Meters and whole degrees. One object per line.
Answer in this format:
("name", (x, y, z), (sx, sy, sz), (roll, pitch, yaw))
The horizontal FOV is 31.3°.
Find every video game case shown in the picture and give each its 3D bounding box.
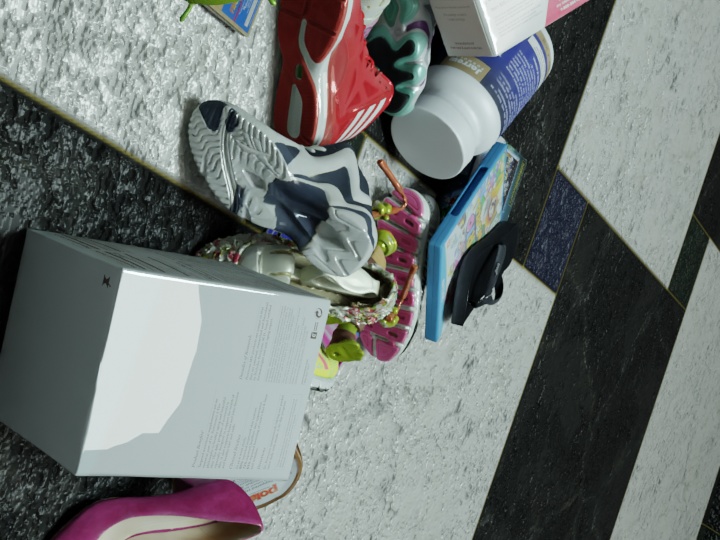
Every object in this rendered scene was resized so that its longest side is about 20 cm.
("video game case", (0.121, -0.035, 1.471), (0.201, 0.018, 0.144), (-54, 154, -42))

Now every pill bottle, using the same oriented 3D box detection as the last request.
("pill bottle", (0.122, -0.199, 1.420), (0.200, 0.115, 0.117), (-51, 143, -34))

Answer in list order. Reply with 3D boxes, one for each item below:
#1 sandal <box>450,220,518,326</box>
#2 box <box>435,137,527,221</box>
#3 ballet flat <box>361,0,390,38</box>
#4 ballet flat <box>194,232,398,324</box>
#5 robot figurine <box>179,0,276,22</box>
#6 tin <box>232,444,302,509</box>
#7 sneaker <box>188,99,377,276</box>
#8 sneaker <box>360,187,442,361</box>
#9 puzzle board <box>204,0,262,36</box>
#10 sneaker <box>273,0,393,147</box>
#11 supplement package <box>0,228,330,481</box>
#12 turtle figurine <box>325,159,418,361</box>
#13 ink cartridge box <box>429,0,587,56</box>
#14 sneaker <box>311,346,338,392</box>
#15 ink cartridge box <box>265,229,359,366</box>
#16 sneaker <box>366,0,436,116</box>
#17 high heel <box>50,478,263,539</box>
("sandal", (0.153, -0.002, 1.495), (0.200, 0.042, 0.077), (-48, 149, -51))
("box", (0.134, -0.067, 1.577), (0.136, 0.037, 0.202), (29, 79, -59))
("ballet flat", (0.000, -0.296, 1.218), (0.069, 0.070, 0.202), (-48, 142, -41))
("ballet flat", (-0.054, 0.002, 1.178), (0.197, 0.064, 0.077), (8, 75, -18))
("robot figurine", (-0.117, -0.294, 0.967), (0.173, 0.116, 0.203), (-12, 108, -9))
("tin", (-0.121, 0.158, 1.210), (0.111, 0.042, 0.201), (-20, 134, 0))
("sneaker", (-0.062, -0.090, 1.167), (0.080, 0.198, 0.130), (-55, -176, 22))
("sneaker", (0.053, 0.003, 1.444), (0.087, 0.073, 0.203), (-15, 117, -58))
("puzzle board", (-0.104, -0.322, 1.092), (0.150, 0.017, 0.202), (31, 77, -60))
("sneaker", (-0.017, -0.215, 1.220), (0.115, 0.078, 0.202), (-16, 130, -49))
("supplement package", (-0.157, 0.067, 1.010), (0.198, 0.150, 0.154), (10, 96, -43))
("turtle figurine", (0.000, 0.000, 1.296), (0.202, 0.064, 0.162), (84, 25, -43))
("ink cartridge box", (0.127, -0.329, 1.247), (0.146, 0.082, 0.202), (-32, 114, -24))
("sneaker", (-0.075, 0.062, 1.260), (0.199, 0.077, 0.091), (26, 80, -59))
("ink cartridge box", (-0.041, 0.007, 1.332), (0.095, 0.037, 0.201), (-57, 144, -26))
("sneaker", (0.067, -0.268, 1.335), (0.139, 0.077, 0.203), (-27, 127, -50))
("high heel", (-0.184, 0.240, 1.118), (0.199, 0.096, 0.068), (-23, 133, -35))
